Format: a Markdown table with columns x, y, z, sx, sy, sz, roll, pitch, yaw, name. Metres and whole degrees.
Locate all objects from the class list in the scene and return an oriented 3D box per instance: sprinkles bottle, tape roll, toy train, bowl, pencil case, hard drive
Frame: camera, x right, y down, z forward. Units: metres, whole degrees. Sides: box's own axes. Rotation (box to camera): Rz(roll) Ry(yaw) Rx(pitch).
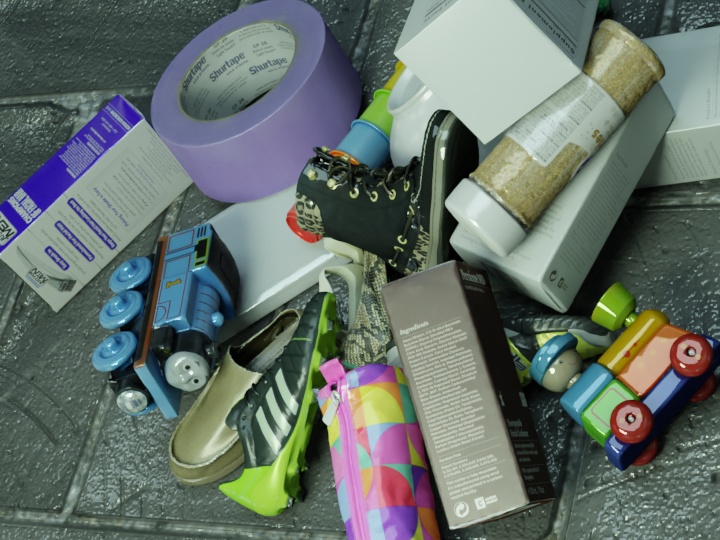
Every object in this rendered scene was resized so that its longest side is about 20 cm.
| x | y | z | sx | sy | sz | roll | pitch | yaw | name |
| --- | --- | --- | --- | --- | --- | --- | --- | --- | --- |
| 0.155 | -0.106 | 1.429 | 0.200 | 0.068 | 0.068 | -49 | 48 | 0 | sprinkles bottle |
| -0.104 | -0.170 | 1.780 | 0.198 | 0.085 | 0.201 | -19 | 42 | 18 | tape roll |
| -0.174 | 0.047 | 1.630 | 0.113 | 0.087 | 0.201 | -18 | 36 | 16 | toy train |
| 0.087 | -0.154 | 1.612 | 0.201 | 0.090 | 0.202 | -47 | 17 | 19 | bowl |
| 0.236 | 0.050 | 1.426 | 0.116 | 0.085 | 0.200 | 40 | 83 | 22 | toy train |
| 0.015 | 0.174 | 1.457 | 0.088 | 0.088 | 0.202 | -20 | 67 | 16 | pencil case |
| -0.109 | -0.010 | 1.727 | 0.199 | 0.027 | 0.132 | -32 | 48 | 7 | hard drive |

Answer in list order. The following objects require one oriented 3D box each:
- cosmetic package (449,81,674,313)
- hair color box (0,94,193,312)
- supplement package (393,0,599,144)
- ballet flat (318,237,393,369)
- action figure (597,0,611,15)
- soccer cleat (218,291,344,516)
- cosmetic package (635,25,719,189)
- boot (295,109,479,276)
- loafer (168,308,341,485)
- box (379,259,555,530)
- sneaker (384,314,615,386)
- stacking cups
| x | y | z | sx | sy | sz | roll | pitch | yaw | name |
| --- | --- | --- | --- | --- | --- | --- | --- | --- | --- |
| 0.170 | -0.079 | 1.495 | 0.101 | 0.074 | 0.201 | 26 | 80 | 35 | cosmetic package |
| -0.276 | -0.067 | 1.807 | 0.200 | 0.109 | 0.065 | -45 | 48 | -6 | hair color box |
| 0.118 | -0.219 | 1.459 | 0.109 | 0.114 | 0.201 | -36 | 20 | 34 | supplement package |
| 0.000 | 0.000 | 1.621 | 0.074 | 0.068 | 0.202 | 8 | 58 | -8 | ballet flat |
| 0.154 | -0.270 | 1.745 | 0.198 | 0.055 | 0.119 | 10 | 60 | 30 | action figure |
| -0.070 | 0.111 | 1.549 | 0.080 | 0.067 | 0.202 | 16 | 92 | 15 | soccer cleat |
| 0.268 | -0.141 | 1.567 | 0.198 | 0.081 | 0.114 | -6 | 56 | 28 | cosmetic package |
| 0.018 | -0.074 | 1.518 | 0.153 | 0.205 | 0.074 | 23 | 54 | 17 | boot |
| -0.106 | 0.106 | 1.615 | 0.200 | 0.068 | 0.076 | -48 | 48 | -8 | loafer |
| 0.087 | 0.100 | 1.434 | 0.074 | 0.100 | 0.202 | -21 | 79 | 16 | box |
| 0.121 | 0.080 | 1.515 | 0.198 | 0.075 | 0.077 | -11 | 83 | 21 | sneaker |
| 0.005 | -0.107 | 1.695 | 0.060 | 0.061 | 0.201 | 19 | 64 | 38 | stacking cups |
